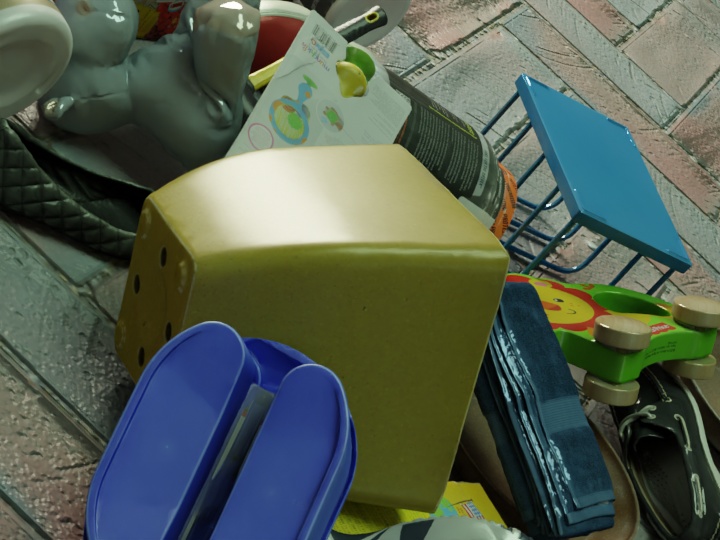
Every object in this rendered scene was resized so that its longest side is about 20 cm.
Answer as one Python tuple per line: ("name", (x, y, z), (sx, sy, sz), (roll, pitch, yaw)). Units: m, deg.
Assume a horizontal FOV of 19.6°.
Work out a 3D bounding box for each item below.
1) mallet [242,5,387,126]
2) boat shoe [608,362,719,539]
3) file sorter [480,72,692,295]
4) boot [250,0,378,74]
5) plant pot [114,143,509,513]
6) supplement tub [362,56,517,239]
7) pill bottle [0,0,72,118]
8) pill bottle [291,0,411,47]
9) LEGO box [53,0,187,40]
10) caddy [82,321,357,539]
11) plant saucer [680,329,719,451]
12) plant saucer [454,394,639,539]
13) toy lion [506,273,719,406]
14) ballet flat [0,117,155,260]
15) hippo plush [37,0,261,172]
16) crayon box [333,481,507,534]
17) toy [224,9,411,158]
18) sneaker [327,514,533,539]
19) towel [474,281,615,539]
("mallet", (-0.050, -0.172, 1.775), (0.199, 0.041, 0.066), (-23, 73, -28))
("boat shoe", (0.251, 0.151, 1.755), (0.060, 0.074, 0.201), (19, 42, -44))
("file sorter", (0.189, -0.054, 1.912), (0.138, 0.123, 0.201), (22, 32, -31))
("boot", (-0.033, -0.154, 1.832), (0.199, 0.072, 0.145), (19, 36, -43))
("plant pot", (-0.050, 0.029, 1.381), (0.199, 0.195, 0.196), (5, 23, -25))
("supplement tub", (0.032, -0.090, 1.748), (0.200, 0.122, 0.123), (31, 28, -33))
("pill bottle", (-0.303, -0.213, 1.518), (0.111, 0.111, 0.200), (0, 48, -53))
("pill bottle", (-0.041, -0.315, 2.014), (0.106, 0.106, 0.200), (4, 45, -50))
("LEGO box", (-0.161, -0.292, 1.720), (0.149, 0.200, 0.077), (-1, 48, -52))
("caddy", (-0.083, 0.128, 1.235), (0.141, 0.201, 0.105), (23, -18, 6))
("plant saucer", (0.366, 0.138, 1.941), (0.200, 0.037, 0.201), (32, 28, -19))
("plant saucer", (0.133, 0.150, 1.635), (0.200, 0.037, 0.201), (30, 29, -19))
("toy lion", (0.184, 0.043, 1.763), (0.191, 0.069, 0.199), (23, 22, 36))
("ballet flat", (-0.190, -0.053, 1.489), (0.199, 0.057, 0.067), (19, 35, -37))
("hippo plush", (-0.167, -0.153, 1.599), (0.160, 0.201, 0.159), (9, 21, -7))
("crayon box", (0.040, 0.209, 1.412), (0.199, 0.051, 0.127), (5, 45, -49))
("toy", (-0.043, -0.093, 1.587), (0.115, 0.047, 0.200), (44, 51, -19))
("sneaker", (0.017, 0.221, 1.260), (0.198, 0.080, 0.130), (3, 60, 3))
("towel", (0.133, 0.102, 1.549), (0.111, 0.048, 0.201), (2, 65, -59))
